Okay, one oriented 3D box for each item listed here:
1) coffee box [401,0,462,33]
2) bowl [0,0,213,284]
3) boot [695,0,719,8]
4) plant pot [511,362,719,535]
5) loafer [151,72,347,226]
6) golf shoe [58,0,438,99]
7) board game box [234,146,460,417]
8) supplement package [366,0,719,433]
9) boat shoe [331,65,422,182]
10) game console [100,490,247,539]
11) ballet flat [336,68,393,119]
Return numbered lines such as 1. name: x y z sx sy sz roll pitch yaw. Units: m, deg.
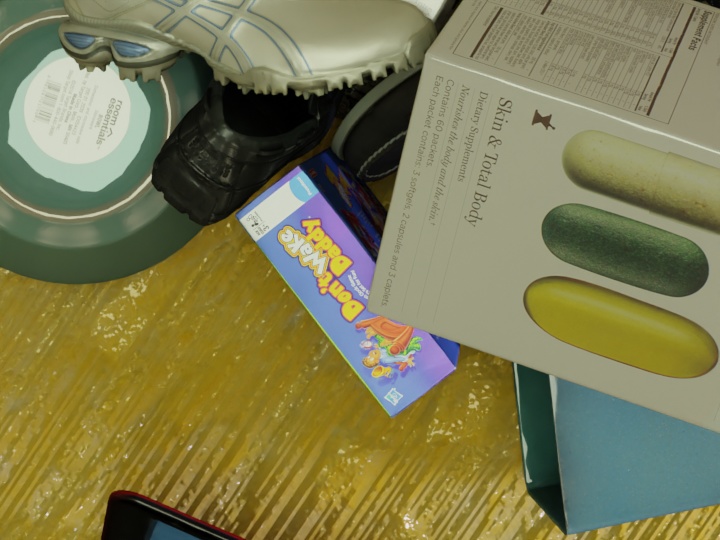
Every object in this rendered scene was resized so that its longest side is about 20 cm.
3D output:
1. coffee box: 0.006 -0.260 1.131 0.200 0.200 0.198 31 96 0
2. bowl: -0.162 -0.087 1.148 0.200 0.105 0.202 -1 96 -6
3. boot: 0.205 -0.125 1.194 0.153 0.204 0.074 15 63 39
4. plant pot: 0.196 0.058 1.183 0.199 0.141 0.142 -7 95 -3
5. loafer: -0.045 -0.094 1.109 0.068 0.201 0.070 40 126 -2
6. golf shoe: -0.059 -0.143 1.025 0.199 0.078 0.098 6 115 13
7. board game box: 0.000 0.000 1.152 0.045 0.200 0.135 -37 92 7
8. supplement package: 0.130 -0.043 1.024 0.199 0.151 0.152 19 124 9
9. boat shoe: 0.066 -0.101 1.143 0.201 0.072 0.061 -37 77 32
10. game console: -0.080 0.233 1.216 0.199 0.119 0.173 24 95 1
11. ballet flat: -0.067 -0.137 1.221 0.199 0.046 0.068 23 95 0
